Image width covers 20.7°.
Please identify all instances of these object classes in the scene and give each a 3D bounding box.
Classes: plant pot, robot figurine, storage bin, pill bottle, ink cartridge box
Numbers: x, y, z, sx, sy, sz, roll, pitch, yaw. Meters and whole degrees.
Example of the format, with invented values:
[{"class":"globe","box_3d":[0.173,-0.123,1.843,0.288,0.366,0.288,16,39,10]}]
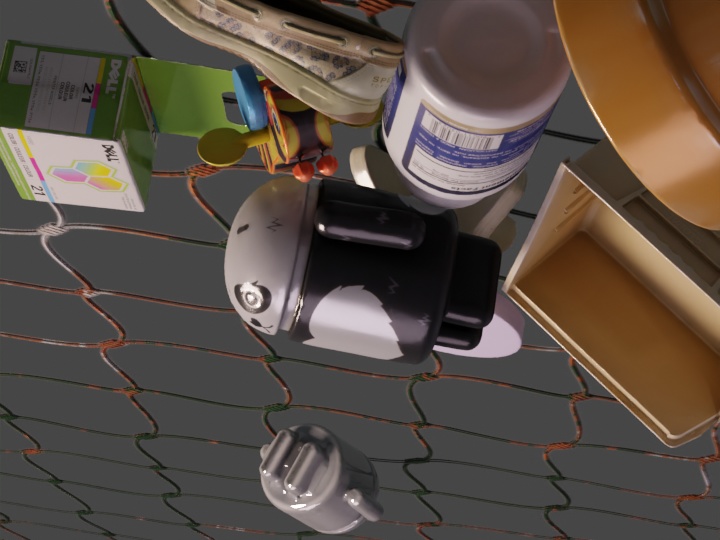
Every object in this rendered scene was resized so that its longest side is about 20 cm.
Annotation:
[{"class":"plant pot","box_3d":[0.237,-0.149,1.089,0.183,0.201,0.200,-27,143,35]},{"class":"robot figurine","box_3d":[-0.049,0.258,2.428,0.169,0.113,0.200,29,174,33]},{"class":"storage bin","box_3d":[0.227,0.010,1.471,0.199,0.094,0.200,44,154,14]},{"class":"pill bottle","box_3d":[0.073,-0.114,1.340,0.111,0.111,0.200,9,161,-3]},{"class":"ink cartridge box","box_3d":[-0.171,-0.103,1.517,0.199,0.076,0.148,8,161,5]},{"class":"robot figurine","box_3d":[0.000,0.002,1.446,0.199,0.151,0.125,12,-155,-5]}]

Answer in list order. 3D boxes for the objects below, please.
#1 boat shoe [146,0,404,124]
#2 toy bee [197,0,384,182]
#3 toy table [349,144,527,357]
[{"class":"boat shoe","box_3d":[-0.064,-0.171,1.265,0.200,0.073,0.063,31,117,3]},{"class":"toy bee","box_3d":[-0.054,-0.103,1.395,0.131,0.109,0.200,-21,163,11]},{"class":"toy table","box_3d":[0.057,-0.016,1.614,0.183,0.118,0.200,-5,156,34]}]
